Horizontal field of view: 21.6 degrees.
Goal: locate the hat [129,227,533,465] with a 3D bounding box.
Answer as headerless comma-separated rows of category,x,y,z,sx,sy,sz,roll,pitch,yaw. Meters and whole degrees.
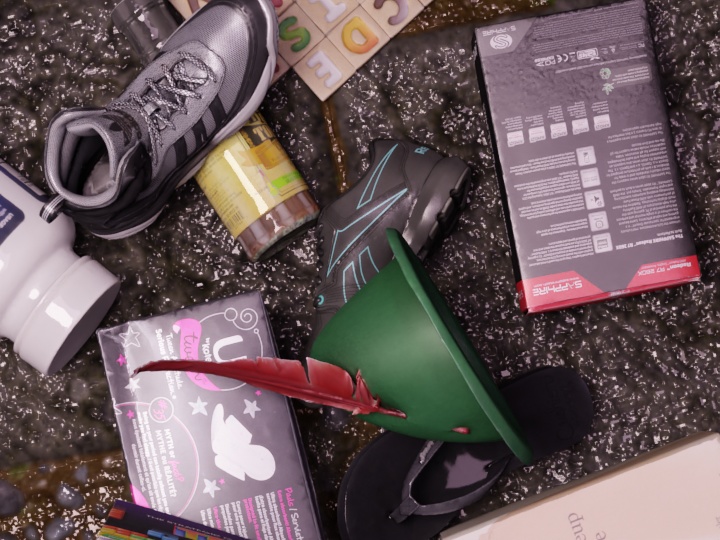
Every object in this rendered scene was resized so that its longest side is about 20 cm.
hat,-0.013,0.081,1.200,0.175,0.166,0.201,-32,101,4

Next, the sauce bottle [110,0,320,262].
sauce bottle,-0.104,-0.104,1.304,0.064,0.065,0.201,-34,87,-2

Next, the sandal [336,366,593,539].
sandal,0.069,0.123,1.269,0.199,0.043,0.076,-31,97,-14

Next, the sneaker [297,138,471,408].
sneaker,0.000,0.000,1.298,0.079,0.075,0.201,28,77,13

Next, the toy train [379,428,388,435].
toy train,0.034,0.124,1.297,0.045,0.034,0.202,12,86,-2

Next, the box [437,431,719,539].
box,0.159,0.185,1.268,0.199,0.078,0.096,-22,86,-1

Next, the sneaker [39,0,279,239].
sneaker,-0.132,-0.102,1.221,0.075,0.114,0.200,41,102,10

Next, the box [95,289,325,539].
box,-0.093,0.126,1.250,0.114,0.132,0.202,-13,85,-4

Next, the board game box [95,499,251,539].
board game box,-0.061,0.195,1.097,0.198,0.165,0.057,18,90,-5

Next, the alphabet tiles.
alphabet tiles,-0.033,-0.225,1.343,0.200,0.008,0.167,-42,86,-3

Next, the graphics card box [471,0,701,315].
graphics card box,0.154,-0.078,1.305,0.124,0.051,0.202,-11,86,0

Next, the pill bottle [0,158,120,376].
pill bottle,-0.264,-0.021,1.276,0.200,0.111,0.111,38,87,4
